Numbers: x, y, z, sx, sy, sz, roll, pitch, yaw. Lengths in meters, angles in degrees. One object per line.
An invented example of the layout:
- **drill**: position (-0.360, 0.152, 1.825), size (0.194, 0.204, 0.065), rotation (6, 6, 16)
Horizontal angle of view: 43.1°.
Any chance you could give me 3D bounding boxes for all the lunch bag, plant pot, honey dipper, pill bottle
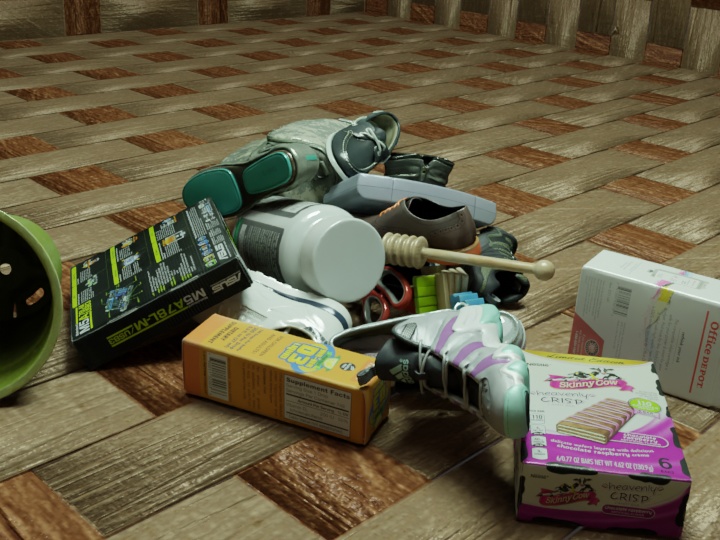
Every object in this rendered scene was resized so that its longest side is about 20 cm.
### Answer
- **lunch bag**: position (-0.082, -0.142, 1.301), size (0.168, 0.139, 0.200), rotation (-18, 13, 20)
- **plant pot**: position (-0.388, 0.015, 0.938), size (0.200, 0.200, 0.190), rotation (1, 10, -6)
- **honey dipper**: position (0.117, -0.011, 1.008), size (0.200, 0.038, 0.038), rotation (10, 23, 27)
- **pill bottle**: position (-0.064, -0.025, 1.081), size (0.113, 0.113, 0.200), rotation (-11, 15, -30)

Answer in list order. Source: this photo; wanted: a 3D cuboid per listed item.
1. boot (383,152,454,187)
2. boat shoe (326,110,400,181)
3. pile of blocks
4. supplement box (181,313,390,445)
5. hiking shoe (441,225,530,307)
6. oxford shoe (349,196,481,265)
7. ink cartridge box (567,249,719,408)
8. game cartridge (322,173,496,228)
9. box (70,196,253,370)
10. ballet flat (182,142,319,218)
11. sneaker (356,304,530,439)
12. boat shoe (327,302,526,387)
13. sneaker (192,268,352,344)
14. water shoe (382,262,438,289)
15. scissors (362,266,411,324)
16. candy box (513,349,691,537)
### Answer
- **boot**: position (0.034, -0.109, 1.312), size (0.200, 0.131, 0.068), rotation (-4, 23, -15)
- **boat shoe**: position (0.008, -0.174, 1.233), size (0.060, 0.076, 0.200), rotation (-29, 17, 23)
- **pile of blocks**: position (0.093, 0.048, 1.013), size (0.062, 0.082, 0.200), rotation (-7, 25, -22)
- **supplement box**: position (-0.072, 0.103, 0.885), size (0.200, 0.069, 0.067), rotation (15, 28, 19)
- **hiking shoe**: position (0.169, 0.006, 1.158), size (0.101, 0.076, 0.200), rotation (36, 29, 16)
- **oxford shoe**: position (0.051, -0.059, 1.093), size (0.200, 0.073, 0.071), rotation (7, 33, 32)
- **ink cartridge box**: position (0.331, 0.064, 0.962), size (0.200, 0.117, 0.067), rotation (19, 27, 30)
- **game cartridge**: position (0.067, -0.083, 1.181), size (0.200, 0.042, 0.133), rotation (10, -6, -23)
- **box**: position (-0.231, 0.006, 1.025), size (0.193, 0.048, 0.200), rotation (-30, 29, -4)
- **ballet flat**: position (-0.132, -0.108, 1.116), size (0.200, 0.067, 0.064), rotation (-13, 5, 37)
- **sneaker**: position (0.067, 0.092, 0.799), size (0.140, 0.078, 0.200), rotation (-4, 16, -2)
- **boat shoe**: position (0.068, 0.075, 0.917), size (0.202, 0.065, 0.074), rotation (-6, 61, 2)
- **sneaker**: position (-0.112, 0.055, 0.993), size (0.200, 0.076, 0.081), rotation (10, 33, 20)
- **water shoe**: position (0.005, -0.025, 1.165), size (0.200, 0.072, 0.079), rotation (15, 5, 24)
- **scissors**: position (0.000, 0.000, 1.109), size (0.014, 0.073, 0.200), rotation (27, 16, -38)
- **candy box**: position (0.208, 0.147, 0.821), size (0.136, 0.061, 0.200), rotation (5, 23, 6)
